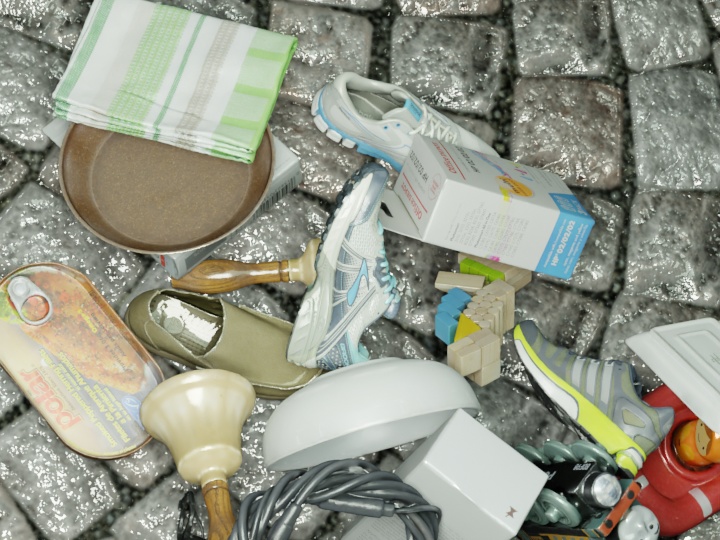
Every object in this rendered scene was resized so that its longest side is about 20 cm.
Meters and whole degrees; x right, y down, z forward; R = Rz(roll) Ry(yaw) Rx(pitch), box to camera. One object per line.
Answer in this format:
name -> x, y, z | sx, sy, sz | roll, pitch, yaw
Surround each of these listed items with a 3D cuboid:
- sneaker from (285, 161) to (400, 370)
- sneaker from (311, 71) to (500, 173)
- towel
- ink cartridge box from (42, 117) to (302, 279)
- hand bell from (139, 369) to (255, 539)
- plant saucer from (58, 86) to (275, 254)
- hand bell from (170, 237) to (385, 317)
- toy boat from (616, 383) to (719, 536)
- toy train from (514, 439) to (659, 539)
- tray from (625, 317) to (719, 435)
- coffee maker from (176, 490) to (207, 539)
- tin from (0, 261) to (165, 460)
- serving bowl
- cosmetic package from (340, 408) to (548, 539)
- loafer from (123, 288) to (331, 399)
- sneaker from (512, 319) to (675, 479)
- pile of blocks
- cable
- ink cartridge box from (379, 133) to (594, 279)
sneaker -> 0.000, 0.000, 1.578 | 0.086, 0.078, 0.200 | 18, 108, -3
sneaker -> 0.051, -0.134, 1.706 | 0.200, 0.087, 0.075 | 22, 70, -7
towel -> -0.173, -0.186, 1.634 | 0.200, 0.031, 0.149 | 13, 63, 7
ink cartridge box -> -0.180, -0.108, 1.676 | 0.162, 0.050, 0.200 | -40, 65, -19
hand bell -> -0.121, 0.195, 1.503 | 0.104, 0.104, 0.200 | -7, 50, -14
plant saucer -> -0.177, -0.095, 1.622 | 0.200, 0.037, 0.201 | -1, 62, 1
hand bell -> -0.079, 0.000, 1.652 | 0.200, 0.104, 0.104 | -4, 76, -1
toy boat -> 0.322, 0.164, 1.658 | 0.200, 0.131, 0.131 | -30, 83, -18
toy train -> 0.191, 0.215, 1.588 | 0.114, 0.200, 0.085 | 44, 68, -13
tray -> 0.340, 0.092, 1.662 | 0.107, 0.200, 0.022 | -9, 116, -15
coffee maker -> -0.062, 0.293, 1.539 | 0.200, 0.135, 0.193 | 6, 73, -11
tin -> -0.261, 0.085, 1.603 | 0.112, 0.042, 0.200 | -37, 86, -21
serving bowl -> 0.003, 0.121, 1.564 | 0.200, 0.200, 0.066 | -12, 78, -15
cosmetic package -> 0.070, 0.212, 1.550 | 0.101, 0.200, 0.071 | 38, 54, -1
loafer -> -0.122, 0.068, 1.622 | 0.200, 0.067, 0.076 | 14, 75, -6
sneaker -> 0.217, 0.110, 1.648 | 0.081, 0.074, 0.200 | -37, 54, -7
pile of blocks -> 0.108, 0.046, 1.662 | 0.082, 0.062, 0.200 | 8, 35, 15
cable -> -0.022, 0.235, 1.449 | 0.200, 0.051, 0.163 | -25, 99, -22
ink cartridge box -> 0.106, -0.066, 1.658 | 0.200, 0.115, 0.068 | 14, 112, -21
